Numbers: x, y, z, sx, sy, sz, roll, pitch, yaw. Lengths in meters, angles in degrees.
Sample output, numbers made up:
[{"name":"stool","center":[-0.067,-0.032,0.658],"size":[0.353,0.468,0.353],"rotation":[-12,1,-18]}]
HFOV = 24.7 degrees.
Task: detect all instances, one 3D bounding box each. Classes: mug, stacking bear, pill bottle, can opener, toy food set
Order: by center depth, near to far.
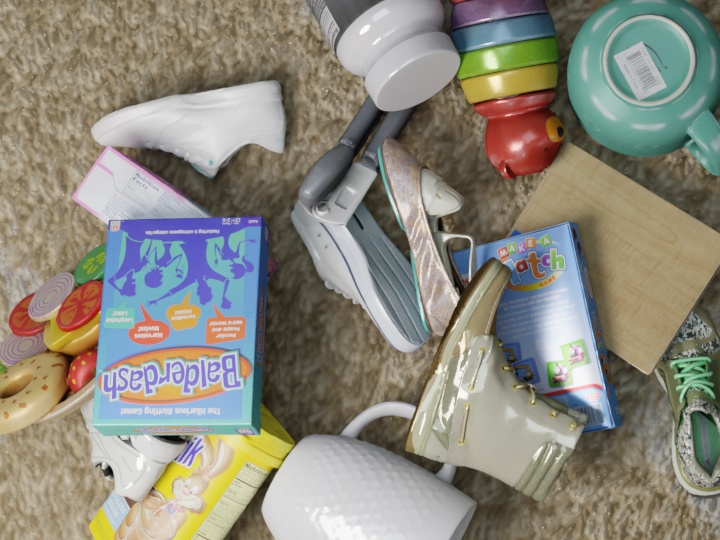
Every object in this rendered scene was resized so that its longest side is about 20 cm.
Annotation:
[{"name":"mug","center":[0.014,0.220,1.588],"size":[0.175,0.148,0.201],"rotation":[30,71,11]},{"name":"mug","center":[0.291,-0.188,1.594],"size":[0.184,0.114,0.153],"rotation":[15,87,8]},{"name":"pill bottle","center":[0.012,-0.264,1.615],"size":[0.115,0.116,0.201],"rotation":[-30,69,4]},{"name":"can opener","center":[0.005,-0.126,1.617],"size":[0.052,0.067,0.200],"rotation":[28,59,7]},{"name":"stacking bear","center":[0.150,-0.192,1.618],"size":[0.113,0.121,0.202],"rotation":[-8,93,33]},{"name":"toy food set","center":[-0.294,0.068,1.627],"size":[0.199,0.198,0.049],"rotation":[-34,124,11]}]

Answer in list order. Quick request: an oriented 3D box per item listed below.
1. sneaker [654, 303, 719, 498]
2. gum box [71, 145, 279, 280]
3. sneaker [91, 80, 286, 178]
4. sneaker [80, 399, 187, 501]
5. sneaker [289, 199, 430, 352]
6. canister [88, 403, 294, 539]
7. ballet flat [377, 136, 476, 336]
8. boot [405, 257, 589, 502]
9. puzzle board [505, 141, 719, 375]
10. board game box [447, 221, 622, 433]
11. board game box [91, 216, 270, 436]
[{"name":"sneaker","center":[0.325,0.118,1.577],"size":[0.076,0.089,0.201],"rotation":[-13,82,5]},{"name":"gum box","center":[-0.186,-0.042,1.641],"size":[0.199,0.113,0.066],"rotation":[35,90,8]},{"name":"sneaker","center":[-0.173,-0.135,1.674],"size":[0.198,0.075,0.089],"rotation":[-9,96,5]},{"name":"sneaker","center":[-0.242,0.154,1.609],"size":[0.075,0.200,0.081],"rotation":[20,101,-33]},{"name":"sneaker","center":[0.000,0.000,1.641],"size":[0.071,0.073,0.201],"rotation":[-43,71,42]},{"name":"canister","center":[-0.168,0.210,1.606],"size":[0.086,0.148,0.201],"rotation":[33,94,-33]},{"name":"ballet flat","center":[0.075,-0.039,1.598],"size":[0.067,0.068,0.201],"rotation":[-15,94,20]},{"name":"boot","center":[0.143,0.103,1.539],"size":[0.154,0.072,0.201],"rotation":[22,98,3]},{"name":"puzzle board","center":[0.243,-0.014,1.612],"size":[0.200,0.017,0.151],"rotation":[34,96,25]},{"name":"board game box","center":[0.160,0.068,1.608],"size":[0.150,0.037,0.201],"rotation":[-14,84,24]},{"name":"board game box","center":[-0.164,0.051,1.526],"size":[0.151,0.045,0.201],"rotation":[-2,72,8]}]
